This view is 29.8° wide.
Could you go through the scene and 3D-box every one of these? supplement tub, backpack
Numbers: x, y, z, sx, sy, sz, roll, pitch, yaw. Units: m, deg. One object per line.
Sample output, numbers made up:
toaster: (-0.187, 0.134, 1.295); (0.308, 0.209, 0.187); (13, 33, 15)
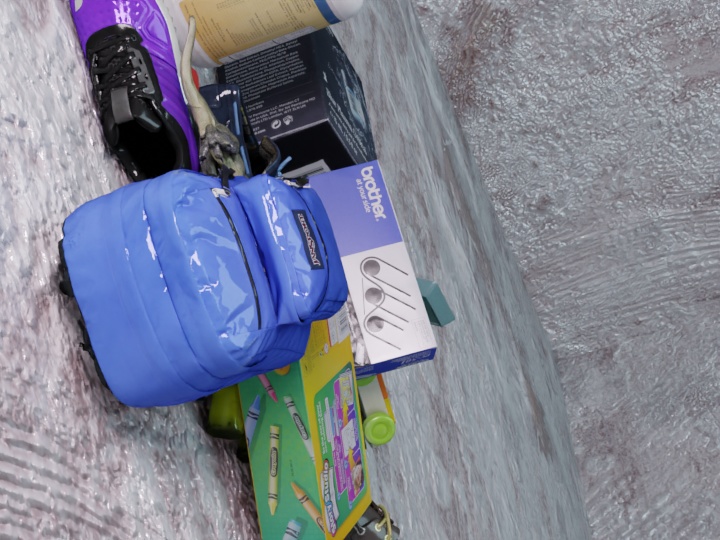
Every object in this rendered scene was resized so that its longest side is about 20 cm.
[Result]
supplement tub: (-0.111, -0.269, 1.225); (0.145, 0.199, 0.145); (-17, 90, -78)
backpack: (-0.109, 0.000, 0.944); (0.163, 0.167, 0.200); (67, 15, 6)

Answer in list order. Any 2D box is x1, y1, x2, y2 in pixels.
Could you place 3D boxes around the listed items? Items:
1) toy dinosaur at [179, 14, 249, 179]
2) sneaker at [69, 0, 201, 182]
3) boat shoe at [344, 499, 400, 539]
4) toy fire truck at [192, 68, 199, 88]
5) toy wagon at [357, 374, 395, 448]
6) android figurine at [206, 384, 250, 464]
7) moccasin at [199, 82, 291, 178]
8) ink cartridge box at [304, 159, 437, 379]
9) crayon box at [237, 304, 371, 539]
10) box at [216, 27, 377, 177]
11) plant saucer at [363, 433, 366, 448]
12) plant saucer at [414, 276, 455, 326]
toy dinosaur: (-0.114, -0.093, 1.077); (0.088, 0.047, 0.201); (-92, 167, -54)
sneaker: (-0.178, -0.146, 1.064); (0.100, 0.069, 0.201); (-70, 140, -67)
boat shoe: (0.010, 0.252, 1.253); (0.072, 0.060, 0.202); (-83, 152, -63)
toy fire truck: (-0.135, -0.083, 1.210); (0.200, 0.049, 0.142); (50, 25, -59)
toy wagon: (-0.014, 0.083, 1.385); (0.155, 0.039, 0.201); (-133, -155, -65)
android figurine: (-0.091, 0.055, 1.145); (0.182, 0.041, 0.201); (52, 37, -58)
moccasin: (-0.107, -0.099, 1.308); (0.200, 0.068, 0.081); (60, 17, -51)
ink cartridge box: (0.000, 0.000, 1.309); (0.044, 0.094, 0.201); (97, -22, -70)
crayon box: (-0.046, 0.124, 1.117); (0.119, 0.058, 0.201); (-37, 122, -67)
box: (-0.066, -0.171, 1.486); (0.197, 0.117, 0.201); (54, 21, -56)
plant saucer: (-0.047, 0.084, 1.302); (0.200, 0.036, 0.201); (158, -90, -85)
plant saucer: (-0.001, 0.017, 1.390); (0.019, 0.199, 0.070); (-61, 145, -24)
